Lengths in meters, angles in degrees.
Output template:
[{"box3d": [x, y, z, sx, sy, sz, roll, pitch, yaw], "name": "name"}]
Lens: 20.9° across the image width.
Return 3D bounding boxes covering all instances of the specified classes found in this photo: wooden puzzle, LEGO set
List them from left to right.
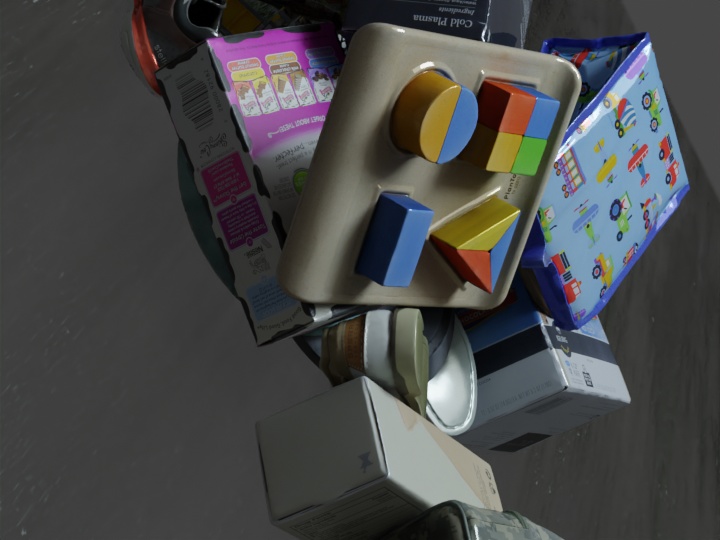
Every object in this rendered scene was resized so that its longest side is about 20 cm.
[{"box3d": [-0.028, -0.186, 1.526, 0.116, 0.154, 0.200, 46, -8, 37], "name": "LEGO set"}, {"box3d": [0.055, -0.057, 1.273, 0.199, 0.186, 0.046, 5, 20, -43], "name": "wooden puzzle"}]

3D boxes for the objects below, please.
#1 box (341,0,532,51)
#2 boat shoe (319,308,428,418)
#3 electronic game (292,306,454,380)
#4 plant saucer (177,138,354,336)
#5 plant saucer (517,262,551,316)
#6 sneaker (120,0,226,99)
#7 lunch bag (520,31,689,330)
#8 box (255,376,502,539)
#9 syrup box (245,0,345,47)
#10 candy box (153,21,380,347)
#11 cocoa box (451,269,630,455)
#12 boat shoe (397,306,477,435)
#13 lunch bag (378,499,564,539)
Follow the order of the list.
[{"box3d": [0.063, -0.199, 1.437, 0.200, 0.103, 0.183, 72, 26, -63], "name": "box"}, {"box3d": [0.012, 0.076, 1.375, 0.200, 0.068, 0.075, 80, 12, -64], "name": "boat shoe"}, {"box3d": [0.000, 0.000, 1.490, 0.199, 0.042, 0.201, 23, 55, -37], "name": "electronic game"}, {"box3d": [-0.044, -0.054, 1.407, 0.200, 0.039, 0.202, 25, 54, -39], "name": "plant saucer"}, {"box3d": [0.160, -0.061, 1.597, 0.200, 0.029, 0.201, 33, 52, -58], "name": "plant saucer"}, {"box3d": [-0.125, -0.211, 1.407, 0.077, 0.082, 0.201, 42, 30, -49], "name": "sneaker"}, {"box3d": [0.170, -0.063, 1.498, 0.200, 0.094, 0.151, -58, 137, -42], "name": "lunch bag"}, {"box3d": [0.019, 0.153, 1.347, 0.200, 0.095, 0.078, 41, 31, -54], "name": "box"}, {"box3d": [-0.068, -0.256, 1.595, 0.200, 0.079, 0.082, 39, 15, -53], "name": "syrup box"}, {"box3d": [-0.044, -0.061, 1.332, 0.136, 0.061, 0.201, -16, 82, -50], "name": "candy box"}, {"box3d": [0.126, 0.072, 1.669, 0.200, 0.133, 0.132, 17, 51, -65], "name": "cocoa box"}, {"box3d": [0.035, 0.043, 1.569, 0.075, 0.060, 0.201, -3, 71, -39], "name": "boat shoe"}, {"box3d": [0.097, 0.269, 1.297, 0.167, 0.139, 0.201, 16, 48, -39], "name": "lunch bag"}]
